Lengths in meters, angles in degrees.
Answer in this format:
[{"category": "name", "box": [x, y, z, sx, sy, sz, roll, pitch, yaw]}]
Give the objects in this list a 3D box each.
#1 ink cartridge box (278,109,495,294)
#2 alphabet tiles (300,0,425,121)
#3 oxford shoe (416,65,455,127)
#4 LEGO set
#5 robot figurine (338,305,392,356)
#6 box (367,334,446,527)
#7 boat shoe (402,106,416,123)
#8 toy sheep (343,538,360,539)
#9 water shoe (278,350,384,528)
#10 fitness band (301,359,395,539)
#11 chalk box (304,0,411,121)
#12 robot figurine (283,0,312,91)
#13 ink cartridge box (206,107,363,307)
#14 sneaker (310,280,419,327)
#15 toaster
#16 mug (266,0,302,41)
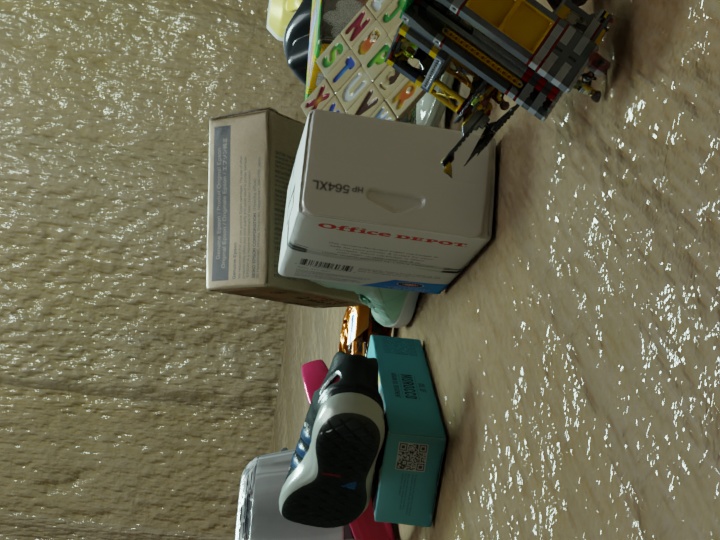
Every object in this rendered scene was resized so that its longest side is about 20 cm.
[{"category": "ink cartridge box", "box": [0.016, -0.048, 1.078, 0.200, 0.144, 0.085, 122, 155, -74]}, {"category": "alphabet tiles", "box": [0.029, -0.186, 1.124, 0.200, 0.006, 0.167, -47, 35, 14]}, {"category": "oxford shoe", "box": [0.064, -0.220, 1.226, 0.075, 0.057, 0.202, -99, 16, -62]}, {"category": "LEGO set", "box": [0.098, -0.148, 0.768, 0.154, 0.115, 0.200, -55, 0, -21]}, {"category": "robot figurine", "box": [0.001, 0.091, 1.469, 0.145, 0.057, 0.202, 114, 162, -73]}, {"category": "box", "box": [0.033, 0.133, 1.177, 0.200, 0.049, 0.083, -100, 18, -70]}, {"category": "boat shoe", "box": [0.034, -0.135, 1.342, 0.069, 0.070, 0.202, 22, 119, 61]}, {"category": "toy sheep", "box": [0.000, 0.280, 0.977, 0.138, 0.136, 0.202, -96, 1, -62]}, {"category": "water shoe", "box": [-0.017, 0.142, 1.114, 0.201, 0.071, 0.080, 115, 166, -51]}, {"category": "fitness band", "box": [-0.010, 0.172, 1.244, 0.144, 0.037, 0.202, -103, -5, -60]}, {"category": "chalk box", "box": [0.011, -0.279, 1.465, 0.124, 0.123, 0.202, 108, 168, -59]}, {"category": "robot figurine", "box": [-0.016, -0.287, 1.615, 0.201, 0.123, 0.151, -65, -12, -46]}, {"category": "ink cartridge box", "box": [-0.066, -0.054, 1.329, 0.199, 0.074, 0.167, 14, -106, -60]}, {"category": "sneaker", "box": [0.000, 0.000, 1.303, 0.201, 0.117, 0.075, 110, 164, -69]}, {"category": "toaster", "box": [-0.052, 0.268, 1.361, 0.114, 0.128, 0.202, 69, -162, -53]}, {"category": "mug", "box": [-0.078, -0.451, 2.309, 0.187, 0.151, 0.151, 110, 166, -63]}]
